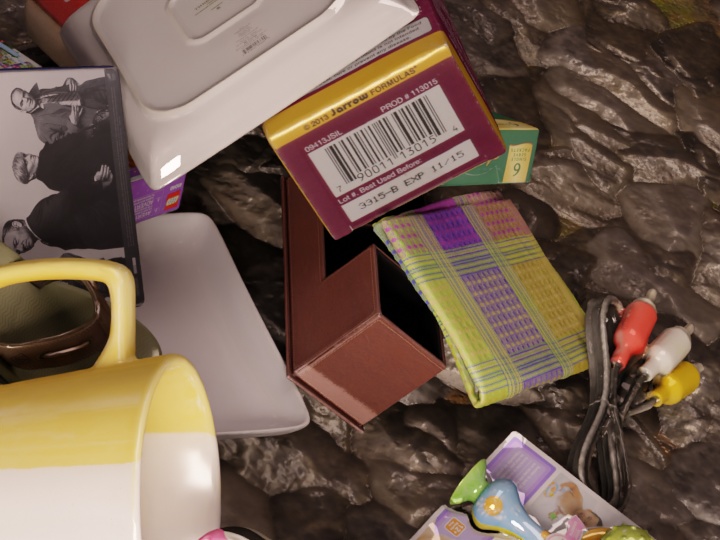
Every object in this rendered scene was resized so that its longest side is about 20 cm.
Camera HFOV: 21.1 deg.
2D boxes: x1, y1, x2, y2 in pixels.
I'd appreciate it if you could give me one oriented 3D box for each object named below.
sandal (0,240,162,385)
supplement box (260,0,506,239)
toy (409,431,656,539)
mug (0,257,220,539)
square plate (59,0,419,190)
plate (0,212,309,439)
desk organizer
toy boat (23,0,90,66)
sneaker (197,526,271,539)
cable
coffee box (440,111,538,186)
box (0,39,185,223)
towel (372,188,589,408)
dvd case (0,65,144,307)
[{"bbox_3d":[-0.181,0.026,1.084,0.201,0.057,0.080,36,54,-43],"label":"sandal"},{"bbox_3d":[-0.002,-0.139,1.264,0.130,0.103,0.201,-27,42,10],"label":"supplement box"},{"bbox_3d":[0.139,0.180,1.156,0.199,0.047,0.115,35,55,21],"label":"toy"},{"bbox_3d":[-0.164,0.106,1.029,0.152,0.150,0.188,-2,58,12],"label":"mug"},{"bbox_3d":[-0.087,-0.165,1.234,0.199,0.029,0.198,-34,44,-1],"label":"square plate"},{"bbox_3d":[-0.155,0.044,1.209,0.198,0.032,0.201,-5,46,-27],"label":"plate"},{"bbox_3d":[0.000,0.000,1.274,0.072,0.077,0.201,39,29,-31],"label":"desk organizer"},{"bbox_3d":[-0.138,-0.175,1.356,0.130,0.131,0.200,20,16,-47],"label":"toy boat"},{"bbox_3d":[-0.013,0.199,1.034,0.200,0.074,0.088,41,27,-13],"label":"sneaker"},{"bbox_3d":[0.176,0.080,1.286,0.097,0.050,0.200,53,34,-12],"label":"cable"},{"bbox_3d":[0.018,-0.108,1.385,0.122,0.044,0.199,-3,20,-40],"label":"coffee box"},{"bbox_3d":[-0.233,-0.085,1.288,0.199,0.039,0.136,33,35,28],"label":"box"},{"bbox_3d":[0.089,0.016,1.285,0.144,0.023,0.200,59,28,9],"label":"towel"},{"bbox_3d":[-0.208,-0.042,1.124,0.025,0.152,0.199,-3,4,38],"label":"dvd case"}]
